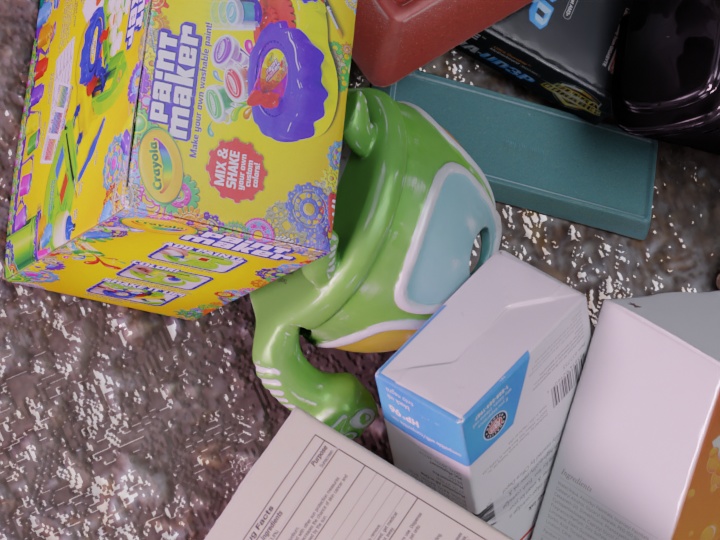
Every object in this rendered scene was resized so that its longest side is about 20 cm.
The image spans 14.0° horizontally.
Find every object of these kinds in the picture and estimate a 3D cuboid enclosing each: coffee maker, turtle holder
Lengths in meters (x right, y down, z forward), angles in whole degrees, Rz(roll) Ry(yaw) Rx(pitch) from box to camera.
[{"bbox_3d":[0.265,-0.102,1.769,0.200,0.135,0.192,14,55,-33],"label":"coffee maker"},{"bbox_3d":[0.007,-0.007,1.673,0.132,0.141,0.186,24,54,-30],"label":"turtle holder"}]

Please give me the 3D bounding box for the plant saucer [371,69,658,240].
[{"bbox_3d":[0.097,-0.075,1.803,0.200,0.019,0.070,14,72,-21],"label":"plant saucer"}]

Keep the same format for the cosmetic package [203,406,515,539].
[{"bbox_3d":[0.024,0.175,1.615,0.200,0.087,0.103,32,77,15],"label":"cosmetic package"}]

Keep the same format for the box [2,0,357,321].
[{"bbox_3d":[-0.099,-0.096,1.613,0.122,0.193,0.200,13,73,-23],"label":"box"}]

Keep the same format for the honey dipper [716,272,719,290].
[{"bbox_3d":[0.284,-0.064,1.880,0.038,0.038,0.200,36,64,-14],"label":"honey dipper"}]

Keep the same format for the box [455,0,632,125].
[{"bbox_3d":[0.121,-0.213,1.822,0.159,0.046,0.200,29,67,-10],"label":"box"}]

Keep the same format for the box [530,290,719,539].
[{"bbox_3d":[0.185,0.122,1.685,0.124,0.097,0.200,-4,116,-45],"label":"box"}]

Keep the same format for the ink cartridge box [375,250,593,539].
[{"bbox_3d":[0.080,0.101,1.691,0.068,0.200,0.116,29,58,32],"label":"ink cartridge box"}]

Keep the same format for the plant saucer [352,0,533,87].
[{"bbox_3d":[0.036,-0.239,1.759,0.200,0.037,0.200,-31,79,-20],"label":"plant saucer"}]
